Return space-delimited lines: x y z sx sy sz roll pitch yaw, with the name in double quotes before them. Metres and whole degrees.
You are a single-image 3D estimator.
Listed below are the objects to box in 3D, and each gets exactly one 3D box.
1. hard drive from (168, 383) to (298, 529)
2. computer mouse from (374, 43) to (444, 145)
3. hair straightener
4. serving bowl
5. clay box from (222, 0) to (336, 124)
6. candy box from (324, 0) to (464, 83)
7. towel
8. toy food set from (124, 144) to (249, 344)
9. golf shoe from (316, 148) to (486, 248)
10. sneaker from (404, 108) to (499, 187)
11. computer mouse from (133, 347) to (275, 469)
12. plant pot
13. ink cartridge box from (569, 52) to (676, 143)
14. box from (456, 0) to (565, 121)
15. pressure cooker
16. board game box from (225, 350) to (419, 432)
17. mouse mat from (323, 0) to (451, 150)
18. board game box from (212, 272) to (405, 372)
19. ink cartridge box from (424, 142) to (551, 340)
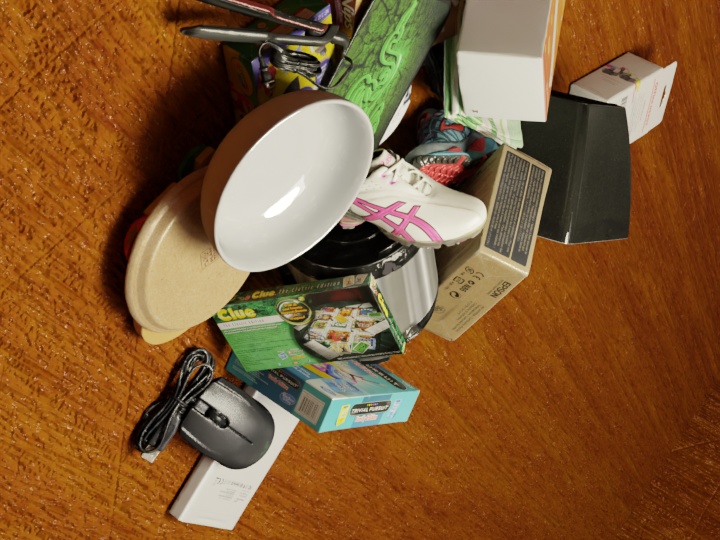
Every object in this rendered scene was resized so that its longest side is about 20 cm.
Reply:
"hard drive" -0.147 0.227 1.677 0.200 0.027 0.132 -58 151 0
"computer mouse" 0.039 -0.193 1.554 0.200 0.044 0.110 -44 149 -25
"hair straightener" -0.085 -0.210 1.277 0.200 0.041 0.077 8 89 -42
"serving bowl" -0.082 -0.098 1.321 0.200 0.066 0.200 -34 149 -24
"clay box" -0.075 -0.175 1.391 0.115 0.048 0.200 -42 146 -27
"candy box" 0.037 -0.289 1.450 0.200 0.056 0.117 -28 140 -41
"towel" 0.152 -0.238 1.641 0.200 0.023 0.153 12 75 -59
"toy food set" -0.170 -0.024 1.383 0.198 0.049 0.200 -48 149 -20
"golf shoe" 0.036 -0.081 1.413 0.092 0.199 0.073 93 11 -47
"sneaker" 0.091 -0.149 1.633 0.079 0.096 0.200 -44 169 25
"computer mouse" -0.160 0.183 1.557 0.139 0.053 0.200 -57 142 -3
"plant pot" 0.251 -0.148 1.791 0.200 0.199 0.178 -4 110 -55
"ink cartridge box" 0.386 -0.249 2.017 0.200 0.068 0.115 -31 141 -40
"box" 0.175 -0.288 1.530 0.124 0.097 0.201 72 27 -61
"pressure cooker" 0.003 0.000 1.542 0.176 0.178 0.200 -48 149 -25
"board game box" -0.042 0.132 1.622 0.200 0.151 0.047 2 115 -58
"mouse mat" 0.019 -0.212 1.435 0.161 0.008 0.200 1 122 -61
"board game box" -0.060 0.059 1.470 0.105 0.199 0.024 63 31 -36
"ink cartridge box" 0.141 -0.031 1.632 0.200 0.075 0.165 -48 -160 55
